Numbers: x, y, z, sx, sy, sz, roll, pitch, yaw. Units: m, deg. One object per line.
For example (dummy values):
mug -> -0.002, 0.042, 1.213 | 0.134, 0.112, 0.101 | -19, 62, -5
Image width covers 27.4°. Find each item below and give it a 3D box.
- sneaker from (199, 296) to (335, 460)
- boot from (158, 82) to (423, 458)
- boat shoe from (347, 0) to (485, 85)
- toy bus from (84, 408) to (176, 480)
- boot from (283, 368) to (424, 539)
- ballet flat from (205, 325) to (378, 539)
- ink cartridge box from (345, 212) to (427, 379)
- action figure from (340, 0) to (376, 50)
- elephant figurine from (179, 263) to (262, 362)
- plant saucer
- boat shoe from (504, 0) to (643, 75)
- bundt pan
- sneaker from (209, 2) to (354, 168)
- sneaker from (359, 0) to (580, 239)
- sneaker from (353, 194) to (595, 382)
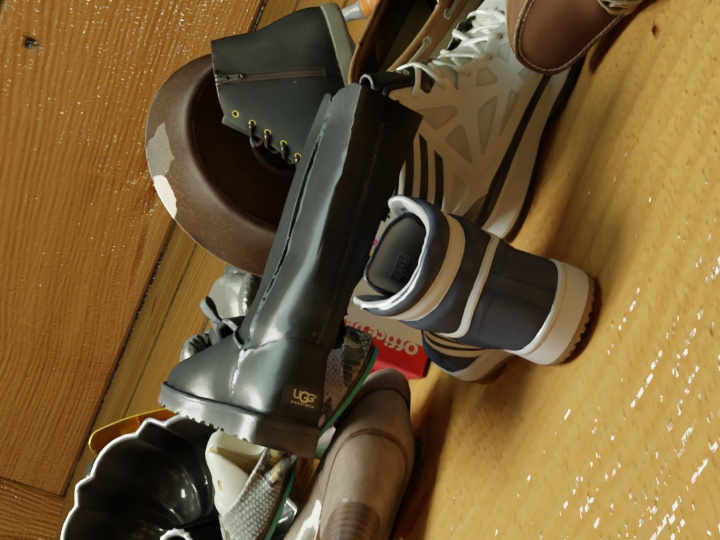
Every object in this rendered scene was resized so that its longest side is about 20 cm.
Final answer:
sneaker -> -0.054, 0.037, 1.134 | 0.078, 0.139, 0.201 | 125, 160, -52
boot -> -0.043, -0.004, 0.852 | 0.165, 0.065, 0.201 | 8, 82, 59
boat shoe -> 0.050, -0.185, 0.956 | 0.076, 0.074, 0.201 | 13, 80, 43
toy bus -> -0.143, 0.232, 1.248 | 0.192, 0.135, 0.201 | 82, 178, -71
boot -> -0.014, 0.163, 0.966 | 0.200, 0.070, 0.146 | -58, 11, 43
ballet flat -> -0.059, 0.107, 0.943 | 0.072, 0.072, 0.201 | -92, 27, -60
ink cartridge box -> 0.000, 0.000, 1.014 | 0.067, 0.116, 0.201 | 166, 122, -74
action figure -> 0.036, -0.229, 1.088 | 0.193, 0.105, 0.200 | -23, 24, 55
elephant figurine -> -0.078, 0.026, 1.255 | 0.142, 0.155, 0.200 | -50, -18, -51
plant saucer -> -0.065, -0.090, 1.134 | 0.034, 0.200, 0.201 | -41, 30, 54
boat shoe -> 0.135, -0.178, 0.803 | 0.200, 0.075, 0.072 | 119, 163, -44
bundt pan -> -0.119, 0.210, 1.095 | 0.076, 0.201, 0.203 | 30, -102, -64
sneaker -> -0.041, -0.088, 1.093 | 0.075, 0.106, 0.201 | 146, 109, -87
sneaker -> 0.063, -0.124, 0.898 | 0.076, 0.115, 0.201 | 7, 80, 58
sneaker -> 0.043, 0.012, 0.820 | 0.200, 0.108, 0.070 | 159, 131, -74
